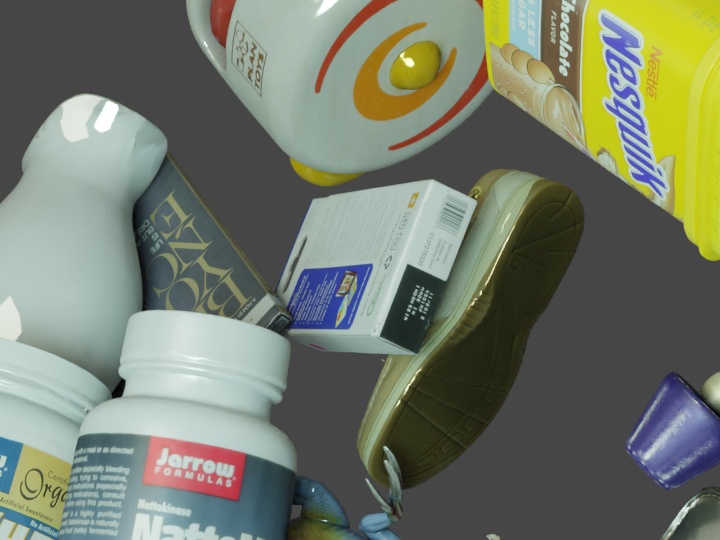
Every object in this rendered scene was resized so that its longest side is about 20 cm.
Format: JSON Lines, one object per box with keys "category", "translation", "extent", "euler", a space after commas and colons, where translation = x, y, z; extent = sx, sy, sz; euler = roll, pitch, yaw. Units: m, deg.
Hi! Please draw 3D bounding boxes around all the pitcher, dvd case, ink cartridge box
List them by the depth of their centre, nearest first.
{"category": "ink cartridge box", "translation": [0.000, 0.000, 1.243], "extent": [0.200, 0.037, 0.095], "euler": [-1, 66, 67]}
{"category": "pitcher", "translation": [-0.204, 0.011, 1.330], "extent": [0.172, 0.121, 0.200], "euler": [-41, 30, 46]}
{"category": "dvd case", "translation": [-0.137, 0.026, 1.342], "extent": [0.149, 0.016, 0.200], "euler": [-47, 44, 8]}

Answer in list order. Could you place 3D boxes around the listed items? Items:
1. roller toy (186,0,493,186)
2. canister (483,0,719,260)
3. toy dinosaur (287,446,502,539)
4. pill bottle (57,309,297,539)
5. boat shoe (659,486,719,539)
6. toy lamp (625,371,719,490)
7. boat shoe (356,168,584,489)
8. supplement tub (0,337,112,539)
{"category": "roller toy", "translation": [0.000, -0.154, 1.252], "extent": [0.200, 0.182, 0.140], "euler": [-44, 56, 8]}
{"category": "canister", "translation": [0.160, -0.114, 1.166], "extent": [0.086, 0.149, 0.200], "euler": [-30, 48, -24]}
{"category": "toy dinosaur", "translation": [0.001, 0.157, 1.204], "extent": [0.181, 0.200, 0.105], "euler": [29, 81, 0]}
{"category": "pill bottle", "translation": [-0.097, 0.128, 1.111], "extent": [0.119, 0.120, 0.200], "euler": [0, 73, 31]}
{"category": "boat shoe", "translation": [0.154, 0.204, 1.081], "extent": [0.074, 0.073, 0.200], "euler": [17, 80, 35]}
{"category": "toy lamp", "translation": [0.223, 0.037, 1.120], "extent": [0.200, 0.058, 0.058], "euler": [-44, 55, 7]}
{"category": "boat shoe", "translation": [0.055, 0.032, 1.220], "extent": [0.200, 0.074, 0.066], "euler": [-57, 40, -1]}
{"category": "supplement tub", "translation": [-0.221, 0.148, 1.160], "extent": [0.144, 0.145, 0.200], "euler": [-1, 65, 31]}
